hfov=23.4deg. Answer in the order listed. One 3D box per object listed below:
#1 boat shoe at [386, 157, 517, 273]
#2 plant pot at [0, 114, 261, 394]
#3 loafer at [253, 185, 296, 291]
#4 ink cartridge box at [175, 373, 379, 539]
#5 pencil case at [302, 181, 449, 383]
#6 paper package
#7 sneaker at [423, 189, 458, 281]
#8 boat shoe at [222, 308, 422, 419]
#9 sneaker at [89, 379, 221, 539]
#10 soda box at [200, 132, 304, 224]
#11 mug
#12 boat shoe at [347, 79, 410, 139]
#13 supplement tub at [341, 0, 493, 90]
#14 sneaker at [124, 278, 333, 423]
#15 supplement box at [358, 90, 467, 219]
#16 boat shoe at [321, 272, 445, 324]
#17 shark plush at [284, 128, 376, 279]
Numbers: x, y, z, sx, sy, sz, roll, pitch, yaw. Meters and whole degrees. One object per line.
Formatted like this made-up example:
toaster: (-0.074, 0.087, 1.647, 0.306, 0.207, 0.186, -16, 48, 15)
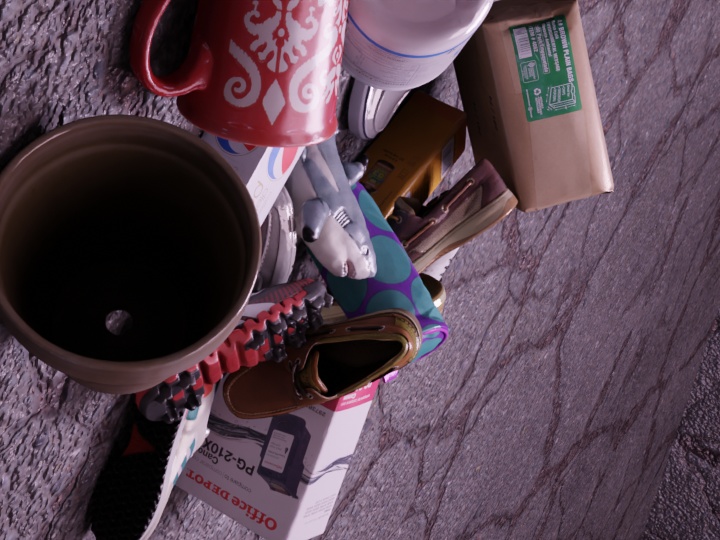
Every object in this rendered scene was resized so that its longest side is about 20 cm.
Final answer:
boat shoe: (0.055, -0.042, 1.713, 0.199, 0.072, 0.072, -31, -171, 15)
plant pot: (-0.179, 0.010, 1.304, 0.200, 0.199, 0.174, -54, 172, -23)
loafer: (-0.107, 0.004, 1.582, 0.069, 0.070, 0.201, -5, 128, -29)
ink cartridge box: (-0.081, 0.150, 1.710, 0.084, 0.144, 0.201, -11, 124, -62)
pencil case: (0.000, 0.000, 1.652, 0.085, 0.201, 0.092, -15, 158, -47)
paper package: (0.170, -0.174, 1.764, 0.191, 0.103, 0.201, -133, -151, -74)
sneaker: (0.070, -0.018, 1.826, 0.200, 0.080, 0.074, -32, -163, 37)
boat shoe: (-0.042, 0.085, 1.572, 0.199, 0.072, 0.068, -24, -174, 14)
sneaker: (-0.180, 0.173, 1.611, 0.093, 0.070, 0.201, 5, 107, -61)
soda box: (-0.107, -0.084, 1.499, 0.201, 0.063, 0.068, -62, 159, -6)
mug: (-0.077, -0.208, 1.344, 0.177, 0.133, 0.201, -33, 140, -55)
boat shoe: (0.053, -0.217, 1.710, 0.201, 0.065, 0.072, -64, 159, 0)
supplement tub: (0.039, -0.233, 1.485, 0.133, 0.131, 0.200, -61, -177, -5)
sneaker: (-0.123, 0.048, 1.528, 0.200, 0.098, 0.071, -29, 154, -16)
supplement box: (0.033, -0.093, 1.807, 0.200, 0.066, 0.069, -50, 158, -30)
boat shoe: (0.019, 0.047, 1.762, 0.073, 0.200, 0.063, -34, 108, -39)
shark plush: (-0.030, -0.091, 1.604, 0.091, 0.083, 0.201, 130, -43, -63)
